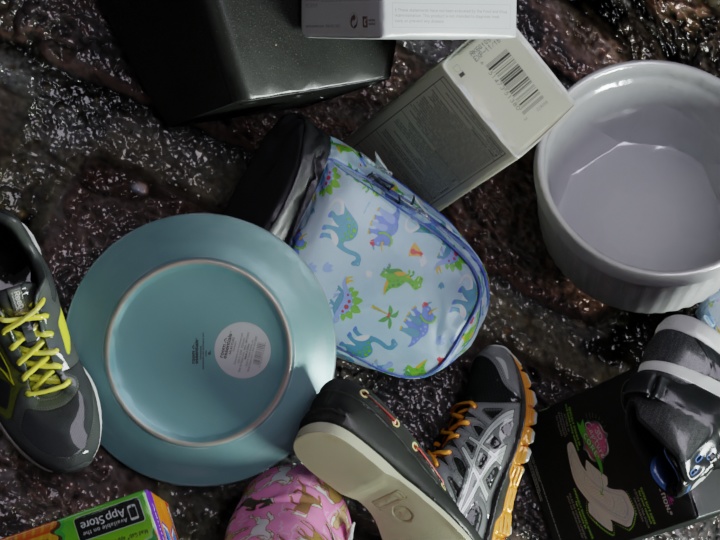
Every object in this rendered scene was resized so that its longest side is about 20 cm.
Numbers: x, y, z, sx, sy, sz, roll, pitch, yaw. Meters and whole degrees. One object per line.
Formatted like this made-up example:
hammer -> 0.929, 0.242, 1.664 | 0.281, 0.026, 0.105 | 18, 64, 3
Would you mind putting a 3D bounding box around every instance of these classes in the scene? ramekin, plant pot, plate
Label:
ramekin -> 0.236, -0.061, 1.777 | 0.200, 0.105, 0.201 | 1, 63, -2
plant pot -> -0.079, -0.211, 1.657 | 0.200, 0.199, 0.178 | -13, 92, -30
plate -> -0.116, 0.059, 1.578 | 0.200, 0.026, 0.201 | 0, 93, -1

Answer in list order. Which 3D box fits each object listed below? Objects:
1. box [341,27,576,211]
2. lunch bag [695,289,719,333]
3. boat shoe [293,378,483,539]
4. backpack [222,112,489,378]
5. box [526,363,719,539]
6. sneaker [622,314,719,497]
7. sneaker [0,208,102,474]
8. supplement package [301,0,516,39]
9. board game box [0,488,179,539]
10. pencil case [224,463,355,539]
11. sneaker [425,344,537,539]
box -> 0.067, -0.108, 1.682 | 0.078, 0.200, 0.095 | -42, 95, -31
lunch bag -> 0.384, 0.088, 1.801 | 0.200, 0.127, 0.170 | -5, 52, -26
boat shoe -> 0.034, 0.159, 1.590 | 0.201, 0.074, 0.063 | 47, 44, -23
backpack -> 0.000, 0.000, 1.653 | 0.200, 0.154, 0.163 | 33, 88, -31
box -> 0.241, 0.136, 1.693 | 0.148, 0.200, 0.125 | -13, 80, -29
sneaker -> 0.269, 0.133, 1.556 | 0.200, 0.073, 0.112 | 37, 64, -2
sneaker -> -0.239, 0.048, 1.534 | 0.074, 0.085, 0.200 | -22, 79, -9
supplement package -> 0.034, -0.264, 1.548 | 0.117, 0.117, 0.201 | -3, 97, -30
board game box -> -0.192, 0.269, 1.390 | 0.200, 0.200, 0.200 | -18, 82, -4
pencil case -> -0.054, 0.209, 1.527 | 0.086, 0.200, 0.083 | -15, 107, 11
sneaker -> 0.081, 0.149, 1.681 | 0.077, 0.078, 0.200 | 17, 68, -16
